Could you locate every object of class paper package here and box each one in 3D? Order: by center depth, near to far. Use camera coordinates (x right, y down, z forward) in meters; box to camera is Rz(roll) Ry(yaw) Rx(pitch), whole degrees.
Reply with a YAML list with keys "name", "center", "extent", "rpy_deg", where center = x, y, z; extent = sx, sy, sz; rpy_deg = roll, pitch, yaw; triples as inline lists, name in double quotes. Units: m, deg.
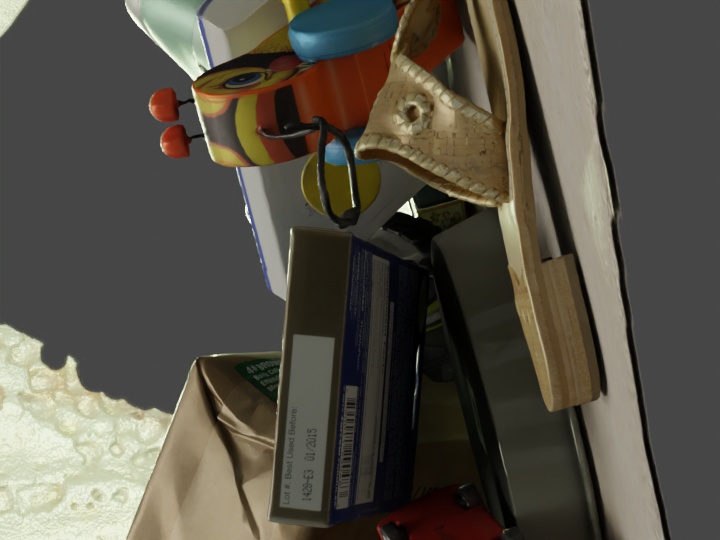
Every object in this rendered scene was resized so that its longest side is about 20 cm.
- name: "paper package"
  center: [-0.025, 0.142, 1.201]
  extent: [0.200, 0.103, 0.191]
  rpy_deg: [0, -66, -56]

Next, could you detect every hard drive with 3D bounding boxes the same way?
- name: "hard drive"
  center: [-0.011, -0.090, 1.105]
  extent: [0.025, 0.132, 0.200]
  rpy_deg: [33, 153, 29]

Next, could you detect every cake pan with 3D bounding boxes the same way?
- name: "cake pan"
  center: [0.071, 0.063, 1.065]
  extent: [0.200, 0.037, 0.201]
  rpy_deg: [166, 90, -88]

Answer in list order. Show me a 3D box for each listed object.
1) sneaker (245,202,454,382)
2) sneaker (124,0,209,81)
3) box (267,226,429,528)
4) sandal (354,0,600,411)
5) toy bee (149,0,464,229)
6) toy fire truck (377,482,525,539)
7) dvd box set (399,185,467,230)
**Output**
- name: "sneaker"
  center: [0.000, 0.000, 1.230]
  extent: [0.200, 0.074, 0.081]
  rpy_deg: [47, 164, 54]
- name: "sneaker"
  center: [-0.035, -0.094, 1.236]
  extent: [0.118, 0.074, 0.200]
  rpy_deg: [40, -176, 41]
- name: "box"
  center: [-0.002, 0.050, 1.015]
  extent: [0.200, 0.032, 0.122]
  rpy_deg: [20, -106, -77]
- name: "sandal"
  center: [0.034, -0.044, 0.885]
  extent: [0.078, 0.069, 0.212]
  rpy_deg: [97, 159, -84]
- name: "toy bee"
  center: [-0.032, -0.084, 0.973]
  extent: [0.200, 0.108, 0.131]
  rpy_deg: [-15, -80, -68]
- name: "toy fire truck"
  center: [0.074, 0.182, 0.974]
  extent: [0.141, 0.049, 0.200]
  rpy_deg: [67, 171, -16]
- name: "dvd box set"
  center: [0.041, -0.027, 1.323]
  extent: [0.200, 0.029, 0.147]
  rpy_deg: [77, 177, -50]
